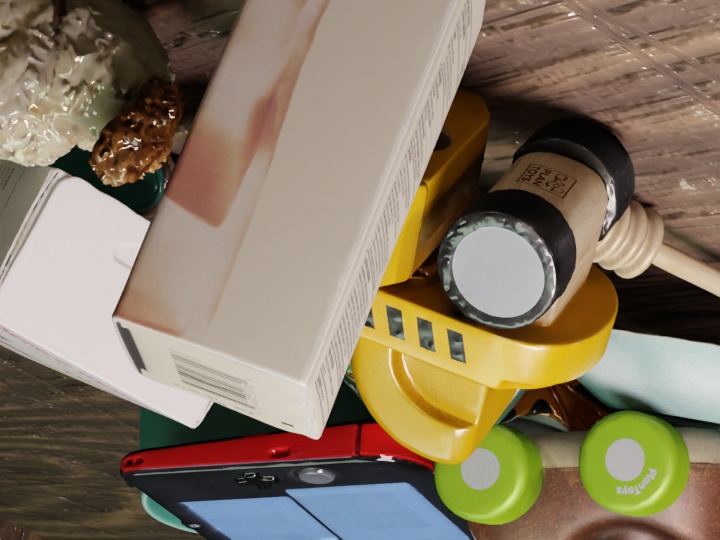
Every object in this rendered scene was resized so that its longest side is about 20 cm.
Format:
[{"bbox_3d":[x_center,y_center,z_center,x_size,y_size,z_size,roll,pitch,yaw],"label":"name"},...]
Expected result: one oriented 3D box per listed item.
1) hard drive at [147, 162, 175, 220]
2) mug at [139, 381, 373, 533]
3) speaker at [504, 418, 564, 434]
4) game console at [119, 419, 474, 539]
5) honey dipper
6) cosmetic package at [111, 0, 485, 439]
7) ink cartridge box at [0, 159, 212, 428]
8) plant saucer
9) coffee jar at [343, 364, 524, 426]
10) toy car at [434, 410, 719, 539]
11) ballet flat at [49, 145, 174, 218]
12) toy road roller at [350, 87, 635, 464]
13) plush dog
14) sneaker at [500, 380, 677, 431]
[{"bbox_3d":[-0.117,-0.032,1.609,0.200,0.042,0.135,18,166,11],"label":"hard drive"},{"bbox_3d":[-0.059,0.090,1.628,0.152,0.114,0.185,3,157,-10],"label":"mug"},{"bbox_3d":[0.144,0.151,1.609,0.200,0.081,0.081,31,172,29],"label":"speaker"},{"bbox_3d":[-0.022,0.136,1.552,0.177,0.031,0.200,-9,155,17],"label":"game console"},{"bbox_3d":[0.181,0.007,1.354,0.200,0.038,0.038,24,166,-28],"label":"honey dipper"},{"bbox_3d":[-0.022,-0.044,1.108,0.087,0.200,0.103,20,164,8],"label":"cosmetic package"},{"bbox_3d":[-0.168,0.000,1.412,0.148,0.086,0.200,31,173,-33],"label":"ink cartridge box"},{"bbox_3d":[0.192,0.066,1.449,0.201,0.039,0.201,11,176,1],"label":"plant saucer"},{"bbox_3d":[0.000,0.000,1.389,0.104,0.085,0.200,22,158,53],"label":"coffee jar"},{"bbox_3d":[0.134,0.185,1.460,0.158,0.200,0.164,-6,169,24],"label":"toy car"},{"bbox_3d":[-0.182,-0.078,1.524,0.200,0.071,0.065,19,-167,19],"label":"ballet flat"},{"bbox_3d":[0.020,-0.002,1.239,0.200,0.146,0.123,21,-150,14],"label":"toy road roller"},{"bbox_3d":[-0.170,-0.107,1.284,0.172,0.161,0.200,14,-160,-33],"label":"plush dog"},{"bbox_3d":[0.119,0.061,1.602,0.200,0.076,0.092,16,-166,-13],"label":"sneaker"}]
